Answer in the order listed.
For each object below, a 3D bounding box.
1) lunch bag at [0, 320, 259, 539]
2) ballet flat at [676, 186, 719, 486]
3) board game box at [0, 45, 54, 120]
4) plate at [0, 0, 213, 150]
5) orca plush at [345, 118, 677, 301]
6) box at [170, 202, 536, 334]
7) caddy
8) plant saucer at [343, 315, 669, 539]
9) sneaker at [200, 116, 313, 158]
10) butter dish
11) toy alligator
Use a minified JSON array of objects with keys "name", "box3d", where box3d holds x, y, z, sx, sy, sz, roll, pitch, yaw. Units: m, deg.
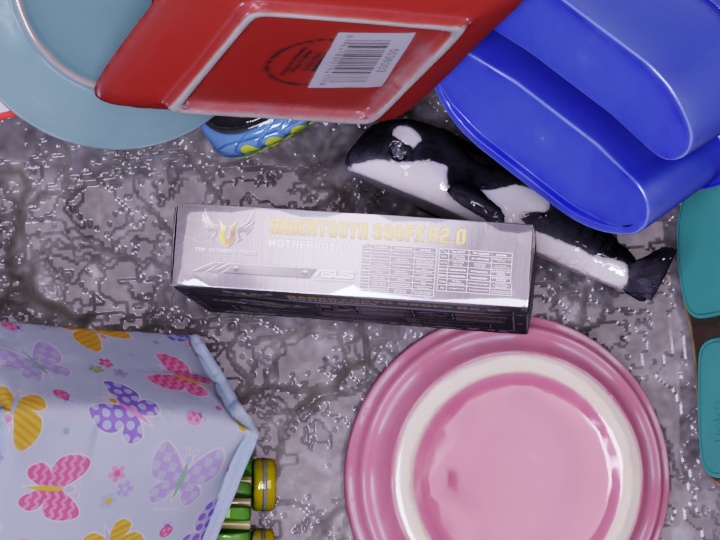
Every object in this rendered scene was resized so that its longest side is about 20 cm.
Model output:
[{"name":"lunch bag","box3d":[-0.177,0.134,1.362,0.169,0.127,0.200,5,118,-32]},{"name":"ballet flat","box3d":[0.233,0.033,1.487,0.063,0.069,0.201,0,87,-34]},{"name":"board game box","box3d":[-0.217,-0.161,1.388,0.200,0.046,0.152,-17,99,-21]},{"name":"plate","box3d":[-0.136,-0.168,1.384,0.200,0.026,0.201,-2,94,-24]},{"name":"orca plush","box3d":[0.096,-0.053,1.438,0.200,0.105,0.071,23,86,10]},{"name":"box","box3d":[0.000,0.000,1.391,0.199,0.158,0.048,3,83,5]},{"name":"caddy","box3d":[0.139,-0.118,1.396,0.200,0.142,0.105,39,49,13]},{"name":"plant saucer","box3d":[0.091,0.125,1.460,0.200,0.051,0.201,0,86,-6]},{"name":"sneaker","box3d":[-0.015,-0.144,1.460,0.199,0.071,0.083,-31,95,-5]},{"name":"butter dish","box3d":[-0.033,-0.175,1.337,0.199,0.200,0.148,3,68,-24]},{"name":"toy alligator","box3d":[-0.081,0.174,1.426,0.059,0.054,0.201,2,85,-5]}]
